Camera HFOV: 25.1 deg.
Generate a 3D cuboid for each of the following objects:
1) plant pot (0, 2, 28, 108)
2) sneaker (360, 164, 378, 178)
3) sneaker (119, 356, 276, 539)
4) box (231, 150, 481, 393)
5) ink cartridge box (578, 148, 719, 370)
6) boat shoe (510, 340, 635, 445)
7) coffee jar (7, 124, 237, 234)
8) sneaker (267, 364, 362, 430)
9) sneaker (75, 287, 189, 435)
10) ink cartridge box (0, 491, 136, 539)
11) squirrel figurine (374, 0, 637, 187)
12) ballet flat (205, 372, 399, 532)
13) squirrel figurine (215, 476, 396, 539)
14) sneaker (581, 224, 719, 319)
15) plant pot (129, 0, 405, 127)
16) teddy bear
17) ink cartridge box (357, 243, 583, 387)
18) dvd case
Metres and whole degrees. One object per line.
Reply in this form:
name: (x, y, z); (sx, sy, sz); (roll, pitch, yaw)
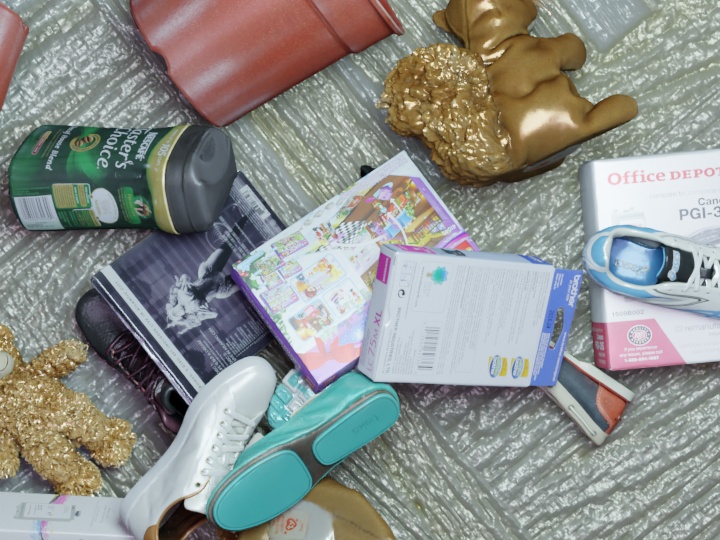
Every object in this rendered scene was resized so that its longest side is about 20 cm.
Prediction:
plant pot: (-0.412, -0.169, 1.492); (0.200, 0.201, 0.196); (23, 82, 0)
sneaker: (-0.018, -0.011, 1.548); (0.080, 0.071, 0.200); (32, 74, 8)
sneaker: (-0.129, 0.174, 1.457); (0.200, 0.073, 0.085); (-55, 45, 5)
box: (0.000, 0.000, 1.488); (0.200, 0.039, 0.137); (-34, 79, -15)
ink cartridge box: (0.290, -0.012, 1.544); (0.146, 0.083, 0.201); (-5, 91, 0)
boat shoe: (0.167, 0.091, 1.555); (0.200, 0.071, 0.063); (33, 93, -4)
coffee jar: (-0.219, -0.086, 1.509); (0.199, 0.104, 0.086); (1, 126, 15)
sneaker: (-0.003, 0.094, 1.531); (0.200, 0.091, 0.078); (-36, 83, -13)
sneaker: (-0.192, 0.089, 1.527); (0.200, 0.116, 0.076); (40, 93, -1)
ink cartridge box: (-0.302, 0.277, 1.535); (0.199, 0.068, 0.117); (3, 116, 0)
squirrel figurine: (0.118, -0.179, 1.492); (0.199, 0.141, 0.187); (-21, 84, -26)
ballet flat: (-0.057, 0.158, 1.440); (0.200, 0.070, 0.068); (-34, 120, -11)
squirrel figurine: (-0.051, 0.261, 1.516); (0.141, 0.187, 0.200); (-32, 57, -7)
sneaker: (0.300, 0.004, 1.467); (0.199, 0.072, 0.072); (9, 90, -2)
plant pot: (-0.095, -0.247, 1.497); (0.195, 0.201, 0.201); (-34, 90, 8)
teddy bear: (-0.310, 0.136, 1.554); (0.145, 0.067, 0.201); (-31, 91, -2)
ink cartridge box: (0.101, 0.043, 1.465); (0.199, 0.042, 0.120); (5, 104, -26)
dvd case: (-0.136, 0.014, 1.523); (0.149, 0.016, 0.200); (51, 54, -1)
